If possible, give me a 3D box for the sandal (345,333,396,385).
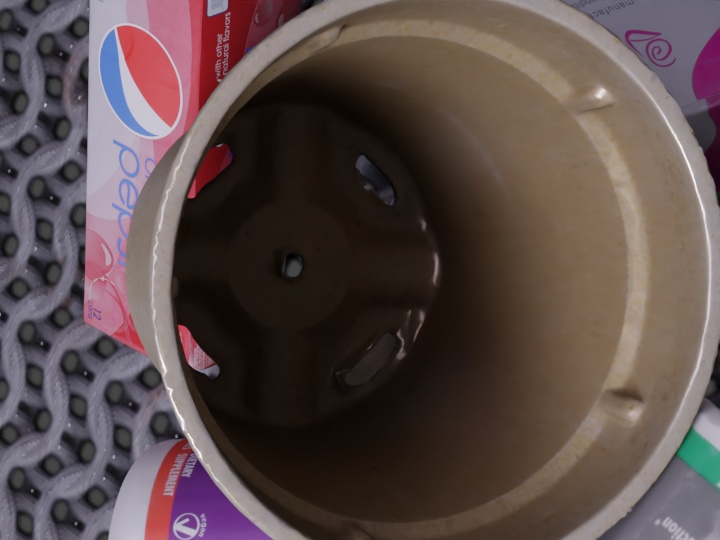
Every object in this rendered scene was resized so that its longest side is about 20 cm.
[{"bbox_3d":[-0.023,0.053,1.036,0.080,0.054,0.200,47,109,29],"label":"sandal"}]

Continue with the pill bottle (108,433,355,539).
[{"bbox_3d":[0.008,0.118,0.959,0.199,0.112,0.113,-5,80,16],"label":"pill bottle"}]

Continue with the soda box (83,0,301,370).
[{"bbox_3d":[-0.072,-0.059,1.027,0.070,0.063,0.201,27,127,32],"label":"soda box"}]

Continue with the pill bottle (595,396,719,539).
[{"bbox_3d":[0.092,0.152,0.842,0.113,0.113,0.200,41,91,30],"label":"pill bottle"}]

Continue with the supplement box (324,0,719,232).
[{"bbox_3d":[0.073,-0.104,0.947,0.200,0.101,0.104,53,146,28],"label":"supplement box"}]

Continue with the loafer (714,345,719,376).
[{"bbox_3d":[0.190,-0.020,0.840,0.076,0.067,0.201,37,110,29],"label":"loafer"}]

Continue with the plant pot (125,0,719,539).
[{"bbox_3d":[0.000,0.000,0.867,0.183,0.200,0.201,-172,93,-71],"label":"plant pot"}]
